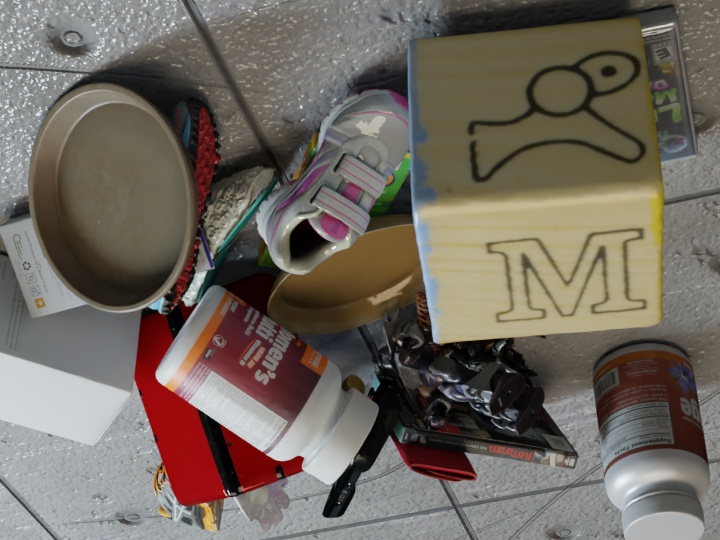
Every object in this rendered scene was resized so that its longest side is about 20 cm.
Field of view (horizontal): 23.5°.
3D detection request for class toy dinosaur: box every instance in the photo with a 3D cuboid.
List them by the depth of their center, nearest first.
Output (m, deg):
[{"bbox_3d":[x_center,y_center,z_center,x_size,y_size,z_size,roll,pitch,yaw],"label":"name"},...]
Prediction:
[{"bbox_3d":[0.116,0.087,1.793,0.134,0.104,0.199,-8,163,34],"label":"toy dinosaur"}]

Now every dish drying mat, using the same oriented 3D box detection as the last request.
[{"bbox_3d":[0.063,0.174,1.832,0.076,0.200,0.018,12,106,-16],"label":"dish drying mat"}]

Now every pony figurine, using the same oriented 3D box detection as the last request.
[{"bbox_3d":[-0.091,0.148,1.835,0.199,0.167,0.194,-33,101,39],"label":"pony figurine"}]

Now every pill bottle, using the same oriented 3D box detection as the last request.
[{"bbox_3d":[-0.088,0.112,1.658,0.199,0.110,0.110,34,135,-6],"label":"pill bottle"},{"bbox_3d":[0.310,0.188,1.837,0.111,0.202,0.113,-1,144,-1],"label":"pill bottle"}]

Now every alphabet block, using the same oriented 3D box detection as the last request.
[{"bbox_3d":[0.148,-0.074,1.460,0.197,0.197,0.197,-4,145,6],"label":"alphabet block"}]

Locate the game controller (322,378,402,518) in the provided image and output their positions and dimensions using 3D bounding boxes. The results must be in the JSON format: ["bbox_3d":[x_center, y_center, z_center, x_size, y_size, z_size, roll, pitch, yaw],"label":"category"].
[{"bbox_3d":[-0.003,0.189,1.805,0.042,0.105,0.200,30,151,5],"label":"game controller"}]

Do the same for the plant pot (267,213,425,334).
[{"bbox_3d":[0.000,0.000,1.677,0.198,0.028,0.201,-17,155,-8],"label":"plant pot"}]

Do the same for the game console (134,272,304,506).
[{"bbox_3d":[-0.137,0.123,1.768,0.171,0.202,0.119,-19,180,-7],"label":"game console"}]

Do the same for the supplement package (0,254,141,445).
[{"bbox_3d":[-0.331,0.075,1.727,0.198,0.118,0.117,19,138,-21],"label":"supplement package"}]

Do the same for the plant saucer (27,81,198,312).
[{"bbox_3d":[-0.214,-0.065,1.521,0.199,0.202,0.029,-33,169,35],"label":"plant saucer"}]

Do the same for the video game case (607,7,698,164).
[{"bbox_3d":[0.193,-0.145,1.542,0.197,0.024,0.183,-10,142,11],"label":"video game case"}]

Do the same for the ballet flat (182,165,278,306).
[{"bbox_3d":[-0.145,-0.039,1.637,0.071,0.072,0.200,15,138,-21],"label":"ballet flat"}]

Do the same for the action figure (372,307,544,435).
[{"bbox_3d":[0.082,0.106,1.728,0.199,0.070,0.131,16,150,42],"label":"action figure"}]

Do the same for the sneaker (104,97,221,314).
[{"bbox_3d":[-0.188,-0.062,1.552,0.095,0.079,0.202,18,109,10],"label":"sneaker"}]

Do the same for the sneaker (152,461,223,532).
[{"bbox_3d":[-0.204,0.240,1.991,0.076,0.079,0.201,5,142,6],"label":"sneaker"}]

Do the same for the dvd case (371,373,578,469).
[{"bbox_3d":[0.120,0.161,1.854,0.198,0.146,0.022,9,107,-16],"label":"dvd case"}]

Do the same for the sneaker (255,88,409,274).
[{"bbox_3d":[-0.015,-0.069,1.530,0.081,0.089,0.201,24,120,-25],"label":"sneaker"}]

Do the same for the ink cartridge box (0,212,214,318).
[{"bbox_3d":[-0.236,-0.025,1.632,0.198,0.037,0.096,-14,103,19],"label":"ink cartridge box"}]

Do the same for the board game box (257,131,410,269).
[{"bbox_3d":[-0.024,-0.062,1.638,0.094,0.030,0.200,10,144,-17],"label":"board game box"}]
